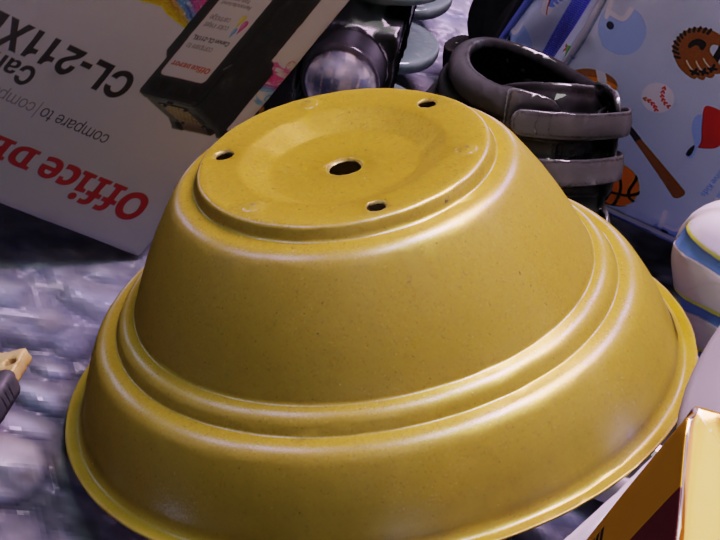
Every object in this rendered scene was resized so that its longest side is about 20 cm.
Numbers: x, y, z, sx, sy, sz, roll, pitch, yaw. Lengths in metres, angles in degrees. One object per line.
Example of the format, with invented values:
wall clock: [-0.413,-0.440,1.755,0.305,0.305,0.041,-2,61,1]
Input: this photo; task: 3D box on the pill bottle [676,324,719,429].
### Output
pill bottle: [0.192,0.082,0.737,0.200,0.112,0.113,44,26,-20]

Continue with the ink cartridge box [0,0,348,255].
ink cartridge box: [-0.076,-0.117,0.851,0.145,0.200,0.083,22,23,-51]

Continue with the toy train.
toy train: [-0.019,-0.123,1.047,0.113,0.086,0.200,12,32,2]

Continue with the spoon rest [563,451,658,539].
spoon rest: [0.054,0.113,0.735,0.060,0.100,0.200,28,44,17]

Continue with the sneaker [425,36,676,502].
sneaker: [0.072,-0.005,0.904,0.070,0.099,0.200,-5,42,-39]

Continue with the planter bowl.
planter bowl: [0.000,0.000,0.792,0.199,0.084,0.201,-7,30,4]

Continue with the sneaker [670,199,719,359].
sneaker: [0.141,0.069,0.831,0.105,0.076,0.200,-19,67,-37]

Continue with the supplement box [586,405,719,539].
supplement box: [0.133,0.170,0.594,0.199,0.133,0.198,17,54,-9]

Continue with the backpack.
backpack: [0.154,-0.094,1.016,0.190,0.200,0.154,21,36,-15]

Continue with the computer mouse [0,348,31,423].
computer mouse: [-0.163,-0.008,0.813,0.140,0.046,0.200,20,32,-1]
